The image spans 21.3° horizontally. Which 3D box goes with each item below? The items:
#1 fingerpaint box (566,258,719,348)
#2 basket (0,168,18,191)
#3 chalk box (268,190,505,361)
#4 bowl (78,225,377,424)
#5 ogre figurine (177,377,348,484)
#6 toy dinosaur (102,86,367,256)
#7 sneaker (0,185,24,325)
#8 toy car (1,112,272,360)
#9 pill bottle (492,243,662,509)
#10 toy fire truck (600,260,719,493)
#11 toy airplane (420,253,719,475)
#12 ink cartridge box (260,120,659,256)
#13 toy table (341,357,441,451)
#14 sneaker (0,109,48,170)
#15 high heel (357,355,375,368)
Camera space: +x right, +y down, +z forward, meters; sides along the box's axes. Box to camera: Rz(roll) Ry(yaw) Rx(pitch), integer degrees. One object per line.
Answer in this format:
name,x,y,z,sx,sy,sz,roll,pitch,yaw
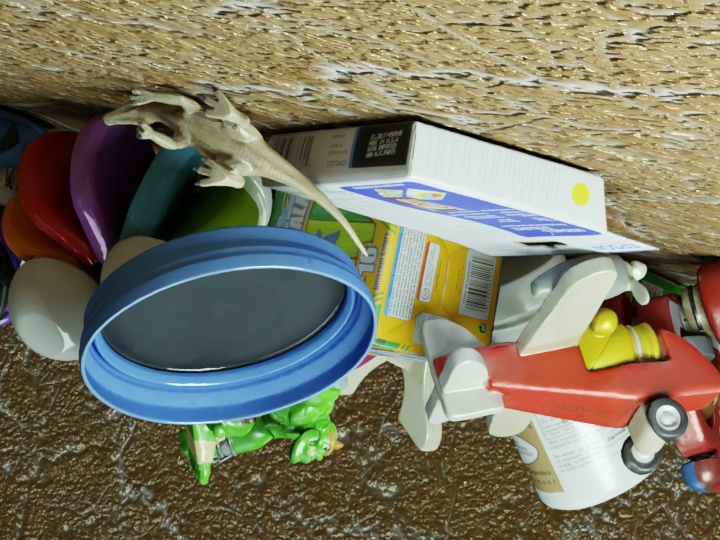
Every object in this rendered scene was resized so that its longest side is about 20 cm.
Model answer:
fingerpaint box,0.220,0.043,1.745,0.166,0.074,0.199,7,173,36
basket,-0.254,-0.024,1.666,0.147,0.144,0.200,10,174,1
chalk box,0.000,0.000,1.494,0.123,0.126,0.199,15,172,-40
bowl,-0.088,0.037,1.270,0.198,0.040,0.201,-9,149,-6
ogre figurine,-0.077,0.108,1.534,0.119,0.099,0.201,-11,144,-17
toy dinosaur,-0.080,-0.079,1.220,0.199,0.059,0.101,27,-175,13
sneaker,-0.300,0.015,1.490,0.069,0.100,0.200,17,154,-3
toy car,-0.171,-0.041,1.370,0.198,0.175,0.151,-10,121,32
pill bottle,0.164,0.086,1.596,0.113,0.201,0.114,-24,-167,6
toy fire truck,0.267,0.093,1.520,0.111,0.170,0.200,-18,166,17
toy airplane,0.138,0.057,1.384,0.199,0.142,0.199,-15,144,33
ink cartridge box,0.065,-0.052,1.268,0.198,0.048,0.197,12,173,-30
toy table,0.046,0.066,1.799,0.198,0.118,0.184,9,-147,-26
sneaker,-0.306,-0.092,1.431,0.065,0.079,0.200,6,174,29
high heel,-0.060,0.104,1.649,0.095,0.068,0.200,20,141,-17
